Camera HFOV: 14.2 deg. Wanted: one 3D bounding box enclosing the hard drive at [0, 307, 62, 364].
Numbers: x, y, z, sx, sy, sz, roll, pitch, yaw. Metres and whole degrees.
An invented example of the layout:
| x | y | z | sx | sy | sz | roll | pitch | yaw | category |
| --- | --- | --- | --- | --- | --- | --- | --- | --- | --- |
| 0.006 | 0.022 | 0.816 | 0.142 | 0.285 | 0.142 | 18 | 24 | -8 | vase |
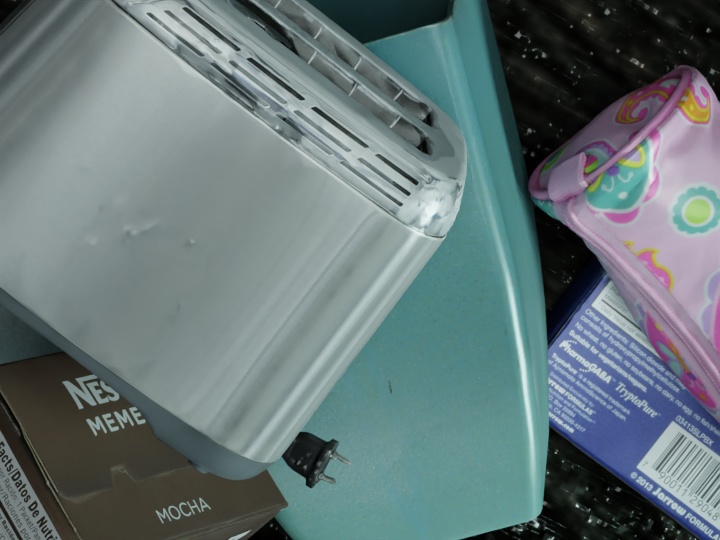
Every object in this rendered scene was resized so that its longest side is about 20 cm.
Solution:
| x | y | z | sx | sy | sz | roll | pitch | yaw | category |
| --- | --- | --- | --- | --- | --- | --- | --- | --- | --- |
| -0.181 | 0.033 | 1.149 | 0.139 | 0.033 | 0.201 | -24 | 102 | -1 | hard drive |

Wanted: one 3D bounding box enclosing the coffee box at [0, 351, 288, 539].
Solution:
| x | y | z | sx | sy | sz | roll | pitch | yaw | category |
| --- | --- | --- | --- | --- | --- | --- | --- | --- | --- |
| -0.137 | 0.112 | 1.038 | 0.200 | 0.113 | 0.080 | -41 | 73 | 30 | coffee box |

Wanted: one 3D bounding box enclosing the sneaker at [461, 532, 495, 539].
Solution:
| x | y | z | sx | sy | sz | roll | pitch | yaw | category |
| --- | --- | --- | --- | --- | --- | --- | --- | --- | --- |
| 0.003 | 0.156 | 1.179 | 0.199 | 0.066 | 0.091 | -1 | 103 | -2 | sneaker |

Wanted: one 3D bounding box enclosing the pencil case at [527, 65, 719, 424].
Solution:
| x | y | z | sx | sy | sz | roll | pitch | yaw | category |
| --- | --- | --- | --- | --- | --- | --- | --- | --- | --- |
| 0.153 | 0.018 | 1.125 | 0.087 | 0.087 | 0.200 | -38 | 102 | 1 | pencil case |

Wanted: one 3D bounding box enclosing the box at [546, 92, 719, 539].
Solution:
| x | y | z | sx | sy | sz | roll | pitch | yaw | category |
| --- | --- | --- | --- | --- | --- | --- | --- | --- | --- |
| 0.164 | 0.004 | 1.183 | 0.121 | 0.032 | 0.200 | 37 | 96 | -12 | box |

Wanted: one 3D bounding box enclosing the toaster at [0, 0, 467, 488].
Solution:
| x | y | z | sx | sy | sz | roll | pitch | yaw | category |
| --- | --- | --- | --- | --- | --- | --- | --- | --- | --- |
| -0.053 | -0.026 | 0.965 | 0.200 | 0.114 | 0.129 | 38 | 107 | -7 | toaster |

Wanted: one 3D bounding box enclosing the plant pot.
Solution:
| x | y | z | sx | sy | sz | roll | pitch | yaw | category |
| --- | --- | --- | --- | --- | --- | --- | --- | --- | --- |
| 0.000 | 0.000 | 1.103 | 0.141 | 0.141 | 0.201 | -15 | 107 | 10 | plant pot |
